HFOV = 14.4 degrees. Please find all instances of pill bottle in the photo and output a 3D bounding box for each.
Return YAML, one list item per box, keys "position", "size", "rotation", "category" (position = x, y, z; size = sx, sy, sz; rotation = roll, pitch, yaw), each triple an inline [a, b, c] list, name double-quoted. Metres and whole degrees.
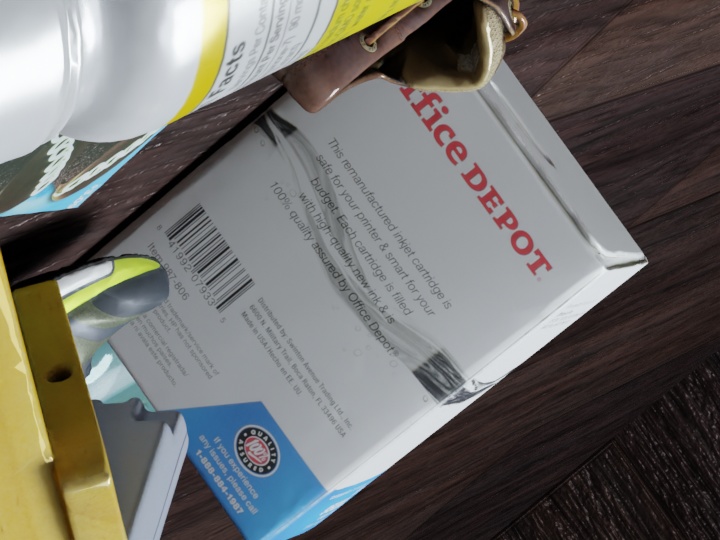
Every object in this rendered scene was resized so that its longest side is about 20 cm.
- position: [-0.047, -0.102, 0.734]
  size: [0.199, 0.115, 0.114]
  rotation: [-28, 167, -33]
  category: "pill bottle"

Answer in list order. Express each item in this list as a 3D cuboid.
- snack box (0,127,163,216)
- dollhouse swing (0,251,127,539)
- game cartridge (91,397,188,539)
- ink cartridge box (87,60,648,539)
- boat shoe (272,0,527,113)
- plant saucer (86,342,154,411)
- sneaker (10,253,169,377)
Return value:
- position: [-0.063, -0.091, 0.933]
  size: [0.200, 0.037, 0.116]
  rotation: [-41, 168, 21]
  category: "snack box"
- position: [-0.190, 0.032, 0.897]
  size: [0.199, 0.177, 0.182]
  rotation: [-16, -149, -6]
  category: "dollhouse swing"
- position: [-0.166, 0.098, 0.986]
  size: [0.198, 0.041, 0.133]
  rotation: [-4, -153, 12]
  category: "game cartridge"
- position: [0.000, 0.000, 1.220]
  size: [0.200, 0.145, 0.084]
  rotation: [-39, 170, 16]
  category: "ink cartridge box"
- position: [0.025, -0.097, 1.085]
  size: [0.072, 0.072, 0.200]
  rotation: [-42, 167, 31]
  category: "boat shoe"
- position: [-0.139, 0.077, 1.434]
  size: [0.200, 0.027, 0.200]
  rotation: [-35, 169, -8]
  category: "plant saucer"
- position: [-0.149, 0.065, 1.140]
  size: [0.200, 0.081, 0.074]
  rotation: [-40, -167, -22]
  category: "sneaker"
